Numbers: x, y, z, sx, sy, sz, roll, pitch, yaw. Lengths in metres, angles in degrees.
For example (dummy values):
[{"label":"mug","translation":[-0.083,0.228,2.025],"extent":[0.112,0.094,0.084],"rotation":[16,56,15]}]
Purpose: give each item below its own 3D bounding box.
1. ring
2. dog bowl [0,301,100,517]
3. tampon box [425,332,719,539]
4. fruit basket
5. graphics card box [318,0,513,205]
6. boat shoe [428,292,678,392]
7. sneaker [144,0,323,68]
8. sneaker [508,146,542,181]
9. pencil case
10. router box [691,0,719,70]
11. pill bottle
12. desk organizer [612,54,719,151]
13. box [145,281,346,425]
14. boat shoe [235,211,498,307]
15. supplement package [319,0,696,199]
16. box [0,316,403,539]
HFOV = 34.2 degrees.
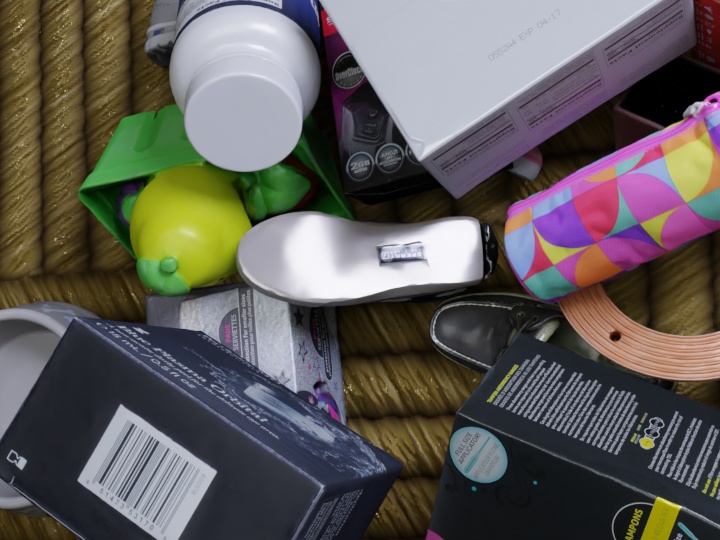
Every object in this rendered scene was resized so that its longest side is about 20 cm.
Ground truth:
[{"label":"ring","translation":[0.242,-0.007,0.872],"extent":[0.200,0.019,0.201],"rotation":[-6,60,11]},{"label":"dog bowl","translation":[-0.300,0.123,1.052],"extent":[0.200,0.059,0.200],"rotation":[-2,83,18]},{"label":"tampon box","translation":[0.165,0.165,0.823],"extent":[0.200,0.126,0.150],"rotation":[21,122,20]},{"label":"fruit basket","translation":[-0.120,-0.045,0.945],"extent":[0.215,0.156,0.216],"rotation":[-12,55,17]},{"label":"graphics card box","translation":[0.038,-0.161,0.900],"extent":[0.125,0.051,0.200],"rotation":[-12,77,21]},{"label":"boat shoe","translation":[0.144,0.057,0.903],"extent":[0.201,0.066,0.072],"rotation":[14,87,19]},{"label":"sneaker","translation":[-0.099,-0.238,1.020],"extent":[0.200,0.075,0.082],"rotation":[-9,73,14]},{"label":"sneaker","translation":[0.090,-0.166,0.944],"extent":[0.200,0.075,0.105],"rotation":[45,103,23]},{"label":"pencil case","translation":[0.191,-0.051,0.804],"extent":[0.200,0.088,0.088],"rotation":[-31,73,33]},{"label":"router box","translation":[0.314,-0.136,0.798],"extent":[0.179,0.200,0.049],"rotation":[36,92,20]},{"label":"pill bottle","translation":[-0.085,-0.164,0.878],"extent":[0.111,0.111,0.200],"rotation":[-22,39,15]},{"label":"desk organizer","translation":[0.285,-0.082,0.846],"extent":[0.200,0.077,0.072],"rotation":[30,74,26]},{"label":"box","translation":[-0.087,0.114,0.950],"extent":[0.132,0.115,0.200],"rotation":[-8,81,18]},{"label":"boat shoe","translation":[0.000,0.000,0.910],"extent":[0.200,0.093,0.075],"rotation":[1,75,-12]},{"label":"supplement package","translation":[0.098,-0.175,0.793],"extent":[0.200,0.111,0.156],"rotation":[-33,72,9]},{"label":"box","translation":[-0.100,0.131,0.786],"extent":[0.197,0.200,0.117],"rotation":[31,93,16]}]
